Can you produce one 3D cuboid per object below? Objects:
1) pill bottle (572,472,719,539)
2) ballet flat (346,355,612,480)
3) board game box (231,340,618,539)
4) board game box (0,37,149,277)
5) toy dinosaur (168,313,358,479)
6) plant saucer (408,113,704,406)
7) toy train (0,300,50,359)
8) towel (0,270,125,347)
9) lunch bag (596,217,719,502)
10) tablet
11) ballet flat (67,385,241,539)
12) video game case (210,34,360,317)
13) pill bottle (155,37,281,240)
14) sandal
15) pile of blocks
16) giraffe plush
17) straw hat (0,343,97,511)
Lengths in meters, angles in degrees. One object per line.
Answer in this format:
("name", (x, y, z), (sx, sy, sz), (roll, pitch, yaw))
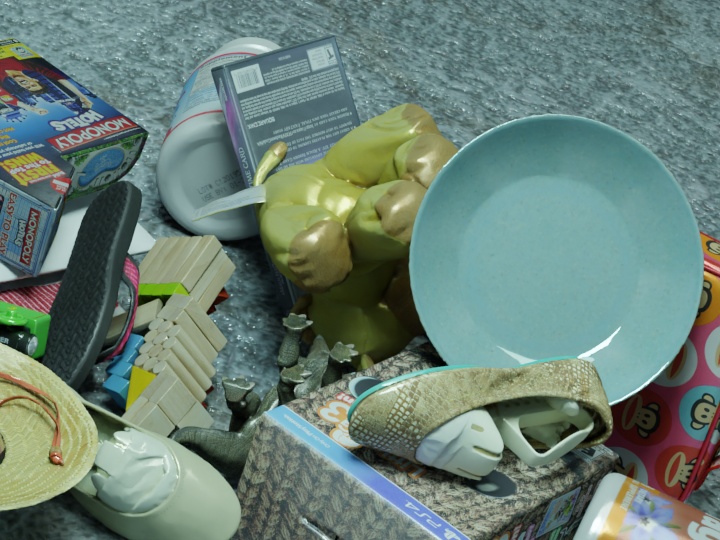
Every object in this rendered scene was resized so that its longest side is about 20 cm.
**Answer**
("pill bottle", (0.225, 0.217, 1.416), (0.199, 0.113, 0.112), (24, 28, 9))
("ballet flat", (0.084, 0.094, 1.392), (0.199, 0.071, 0.065), (-8, 52, -36))
("board game box", (0.041, 0.144, 1.446), (0.159, 0.097, 0.200), (33, 31, 25))
("board game box", (-0.260, -0.082, 1.621), (0.200, 0.062, 0.200), (36, 33, 25))
("toy dinosaur", (-0.051, 0.097, 1.483), (0.077, 0.103, 0.200), (20, 41, 24))
("plant saucer", (0.129, -0.002, 1.500), (0.200, 0.202, 0.039), (17, -7, -5))
("toy train", (-0.299, 0.022, 1.488), (0.199, 0.042, 0.056), (16, 12, 15))
("towel", (-0.269, -0.002, 1.593), (0.144, 0.023, 0.200), (-9, 39, -41))
("lunch bag", (0.207, 0.068, 1.573), (0.176, 0.201, 0.082), (28, 22, 16))
("tablet", (-0.259, -0.036, 1.622), (0.199, 0.014, 0.130), (-13, 43, -43))
("ballet flat", (-0.166, 0.115, 1.395), (0.199, 0.070, 0.069), (25, 28, 23))
("video game case", (-0.038, -0.072, 1.715), (0.019, 0.201, 0.143), (-12, 7, 38))
("pill bottle", (-0.099, -0.113, 1.805), (0.108, 0.109, 0.200), (17, 27, -4))
("sandal", (-0.176, 0.021, 1.526), (0.045, 0.075, 0.201), (42, 40, -28))
("pile of blocks", (-0.131, 0.061, 1.540), (0.062, 0.082, 0.201), (54, 29, -32))
("giraffe plush", (0.000, 0.000, 1.600), (0.199, 0.163, 0.173), (-11, 32, 28))
("straw hat", (-0.261, 0.115, 1.323), (0.200, 0.085, 0.201), (20, 26, -10))
